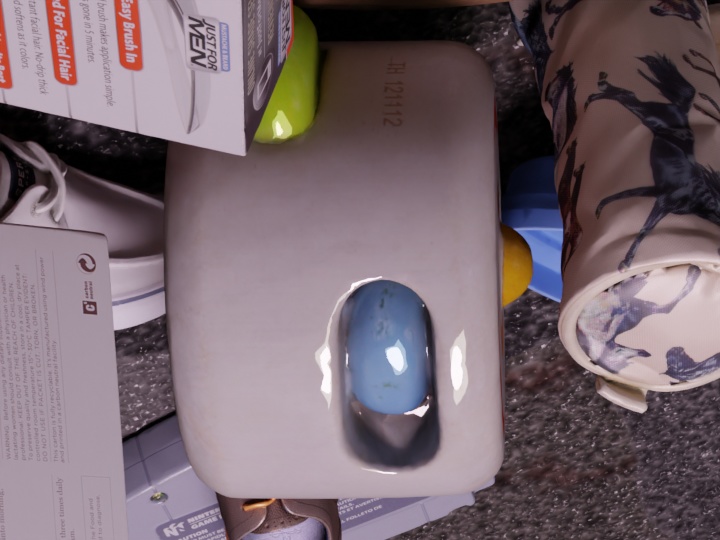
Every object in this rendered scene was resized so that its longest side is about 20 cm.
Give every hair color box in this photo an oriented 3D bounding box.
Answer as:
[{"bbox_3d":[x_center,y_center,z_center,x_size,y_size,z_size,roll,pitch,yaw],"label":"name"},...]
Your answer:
[{"bbox_3d":[-0.126,-0.116,0.927,0.199,0.064,0.111,14,143,9],"label":"hair color box"}]

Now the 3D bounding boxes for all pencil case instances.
[{"bbox_3d":[0.107,-0.047,1.075,0.077,0.201,0.090,7,141,-15],"label":"pencil case"}]

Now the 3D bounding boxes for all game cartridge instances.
[{"bbox_3d":[-0.038,0.103,1.347,0.199,0.041,0.133,-21,147,0],"label":"game cartridge"}]

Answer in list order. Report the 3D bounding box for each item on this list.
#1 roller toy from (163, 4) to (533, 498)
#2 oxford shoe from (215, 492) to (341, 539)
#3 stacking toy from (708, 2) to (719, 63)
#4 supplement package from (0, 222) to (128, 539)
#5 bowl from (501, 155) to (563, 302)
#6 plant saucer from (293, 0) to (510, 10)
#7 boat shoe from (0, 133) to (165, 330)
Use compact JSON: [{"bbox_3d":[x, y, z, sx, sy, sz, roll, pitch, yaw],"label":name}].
[{"bbox_3d":[0.000,0.000,1.090,0.139,0.184,0.200,-1,167,4],"label":"roller toy"},{"bbox_3d":[-0.040,0.080,1.245,0.071,0.073,0.201,-15,119,-3],"label":"oxford shoe"},{"bbox_3d":[0.195,-0.043,1.243,0.085,0.086,0.200,-30,147,12],"label":"stacking toy"},{"bbox_3d":[-0.204,0.088,0.984,0.199,0.192,0.147,6,159,-33],"label":"supplement package"},{"bbox_3d":[0.153,-0.004,1.207,0.199,0.040,0.201,15,170,3],"label":"bowl"},{"bbox_3d":[0.023,-0.126,1.001,0.199,0.030,0.200,-3,174,0],"label":"plant saucer"},{"bbox_3d":[-0.149,-0.021,1.103,0.199,0.074,0.065,1,143,-28],"label":"boat shoe"}]
